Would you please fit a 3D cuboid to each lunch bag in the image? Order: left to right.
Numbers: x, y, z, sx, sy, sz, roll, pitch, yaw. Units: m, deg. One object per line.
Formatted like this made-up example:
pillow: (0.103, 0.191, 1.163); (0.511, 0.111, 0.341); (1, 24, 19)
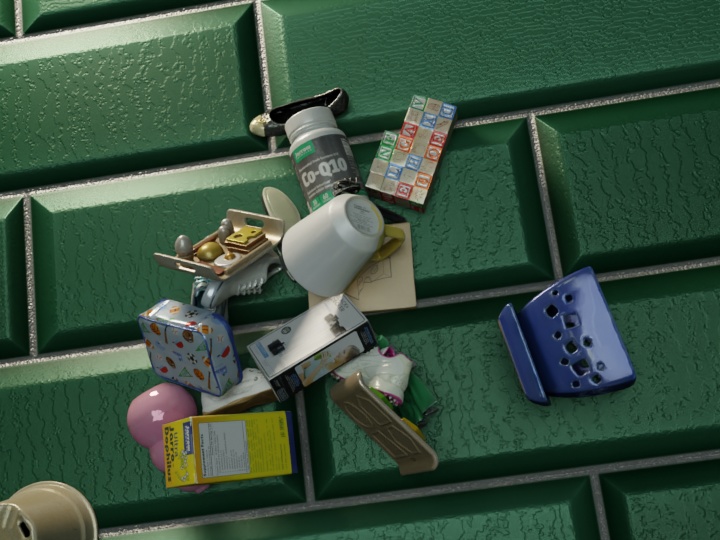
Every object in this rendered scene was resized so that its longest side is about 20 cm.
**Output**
lunch bag: (-0.302, 0.139, 1.643); (0.200, 0.161, 0.076); (13, 38, 37)

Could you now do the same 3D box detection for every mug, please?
mug: (-0.025, -0.063, 1.619); (0.150, 0.153, 0.187); (51, 43, 2)

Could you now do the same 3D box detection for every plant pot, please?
plant pot: (-0.581, 0.465, 1.600); (0.200, 0.184, 0.201); (-1, 77, 6)
plant pot: (0.344, 0.127, 1.573); (0.179, 0.200, 0.201); (-21, 76, 9)

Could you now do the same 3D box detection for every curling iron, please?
curling iron: (0.022, -0.117, 1.664); (0.050, 0.200, 0.026); (-30, 56, 26)

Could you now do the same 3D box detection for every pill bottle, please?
pill bottle: (-0.066, -0.194, 1.725); (0.113, 0.113, 0.200); (-21, 76, 1)

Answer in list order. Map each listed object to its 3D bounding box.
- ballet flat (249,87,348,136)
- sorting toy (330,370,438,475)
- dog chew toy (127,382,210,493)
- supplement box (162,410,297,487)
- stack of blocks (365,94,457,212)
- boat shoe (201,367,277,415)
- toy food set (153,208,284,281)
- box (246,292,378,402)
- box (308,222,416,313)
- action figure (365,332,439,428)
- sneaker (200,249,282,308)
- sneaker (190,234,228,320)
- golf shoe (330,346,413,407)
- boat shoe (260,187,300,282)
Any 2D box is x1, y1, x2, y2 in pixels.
ballet flat: (-0.119, -0.308, 1.781); (0.199, 0.057, 0.067); (-19, 61, 0)
sorting toy: (0.040, 0.257, 1.566); (0.036, 0.185, 0.200); (-42, 89, -22)
dog chew toy: (-0.326, 0.302, 1.646); (0.124, 0.125, 0.200); (-31, 85, -1)
supplement box: (-0.222, 0.304, 1.582); (0.200, 0.109, 0.109); (4, 73, -38)
stack of blocks: (0.097, -0.223, 1.741); (0.115, 0.059, 0.201); (19, 80, 10)
boat shoe: (-0.195, 0.206, 1.673); (0.199, 0.071, 0.069); (-18, 63, 0)
toy food set: (-0.247, -0.053, 1.645); (0.143, 0.061, 0.200); (12, 35, 34)
box: (-0.084, 0.129, 1.621); (0.200, 0.060, 0.117); (-30, 37, -10)
box: (0.000, 0.000, 1.722); (0.199, 0.021, 0.164); (-5, 77, 4)
action figure: (0.062, 0.185, 1.647); (0.200, 0.055, 0.118); (56, 129, 27)
sneaker: (-0.207, 0.013, 1.672); (0.071, 0.073, 0.200); (33, 44, 11)
sneaker: (-0.273, 0.027, 1.712); (0.077, 0.086, 0.201); (-2, 78, 5)
golf shoe: (0.019, 0.172, 1.621); (0.200, 0.075, 0.092); (13, 73, 50)
boat shoe: (-0.143, -0.070, 1.726); (0.068, 0.072, 0.200); (-48, 57, 35)
